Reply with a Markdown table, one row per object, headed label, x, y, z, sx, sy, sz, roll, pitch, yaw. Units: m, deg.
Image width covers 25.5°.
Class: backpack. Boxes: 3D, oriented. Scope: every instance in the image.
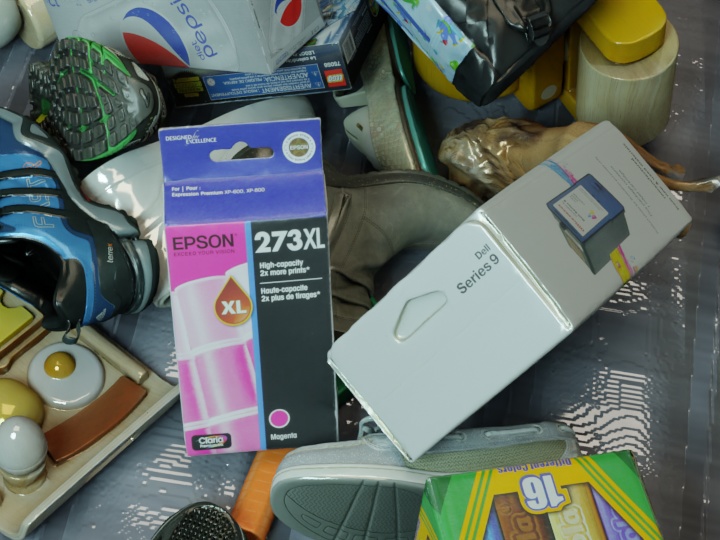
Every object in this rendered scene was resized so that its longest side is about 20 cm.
| label | x | y | z | sx | sy | sz | roll | pitch | yaw |
| --- | --- | --- | --- | --- | --- | --- | --- | --- | --- |
| backpack | 0.061 | -0.227 | 1.066 | 0.200 | 0.154 | 0.163 | 46 | 77 | -4 |

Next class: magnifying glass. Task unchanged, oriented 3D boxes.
| label | x | y | z | sx | sy | sz | roll | pitch | yaw |
| --- | --- | --- | --- | --- | --- | --- | --- | --- | --- |
| magnifying glass | -0.039 | 0.086 | 1.008 | 0.079 | 0.023 | 0.201 | 17 | 50 | 7 |

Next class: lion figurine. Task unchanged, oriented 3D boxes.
| label | x | y | z | sx | sy | sz | roll | pitch | yaw |
| --- | --- | --- | --- | --- | --- | --- | --- | --- | --- |
| lion figurine | 0.141 | -0.071 | 1.067 | 0.122 | 0.199 | 0.073 | 31 | 70 | -20 |

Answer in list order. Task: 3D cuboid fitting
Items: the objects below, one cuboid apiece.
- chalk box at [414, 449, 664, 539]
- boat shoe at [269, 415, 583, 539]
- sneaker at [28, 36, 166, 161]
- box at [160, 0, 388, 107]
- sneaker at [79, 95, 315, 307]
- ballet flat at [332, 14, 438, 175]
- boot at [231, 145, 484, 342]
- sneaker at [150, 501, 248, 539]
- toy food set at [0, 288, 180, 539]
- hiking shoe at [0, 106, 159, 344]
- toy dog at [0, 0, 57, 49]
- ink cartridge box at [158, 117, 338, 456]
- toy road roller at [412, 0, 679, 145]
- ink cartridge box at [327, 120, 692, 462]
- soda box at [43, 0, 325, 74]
| label | x | y | z | sx | sy | sz | roll | pitch | yaw |
| --- | --- | --- | --- | --- | --- | --- | --- | --- | --- |
| chalk box | 0.107 | 0.218 | 0.852 | 0.122 | 0.126 | 0.202 | -5 | 51 | -11 |
| boat shoe | 0.042 | 0.123 | 0.956 | 0.199 | 0.075 | 0.065 | -1 | 46 | -12 |
| sneaker | -0.165 | -0.118 | 1.061 | 0.084 | 0.079 | 0.200 | -7 | 10 | -21 |
| box | -0.047 | -0.191 | 1.157 | 0.135 | 0.040 | 0.201 | -3 | 36 | 21 |
| sneaker | -0.086 | -0.041 | 1.079 | 0.199 | 0.074 | 0.116 | -28 | 80 | -39 |
| ballet flat | 0.014 | -0.119 | 1.158 | 0.062 | 0.068 | 0.201 | -20 | 48 | 12 |
| boot | 0.000 | 0.000 | 1.035 | 0.198 | 0.068 | 0.132 | 10 | 58 | -28 |
| sneaker | -0.108 | 0.207 | 0.860 | 0.079 | 0.087 | 0.201 | 16 | 51 | 4 |
| toy food set | -0.220 | 0.057 | 0.982 | 0.199 | 0.061 | 0.143 | 36 | 57 | 20 |
| hiking shoe | -0.216 | -0.038 | 0.994 | 0.199 | 0.075 | 0.086 | 36 | 37 | 22 |
| toy dog | -0.311 | -0.228 | 1.173 | 0.198 | 0.097 | 0.132 | 27 | 53 | 14 |
| ink cartridge box | -0.063 | 0.013 | 0.928 | 0.093 | 0.202 | 0.037 | -4 | 24 | -3 |
| toy road roller | 0.125 | -0.166 | 1.163 | 0.145 | 0.123 | 0.201 | -28 | 59 | -12 |
| ink cartridge box | 0.090 | 0.009 | 0.941 | 0.088 | 0.145 | 0.200 | 50 | 35 | 7 |
| soda box | -0.125 | -0.182 | 1.086 | 0.198 | 0.064 | 0.068 | 9 | 41 | 36 |
